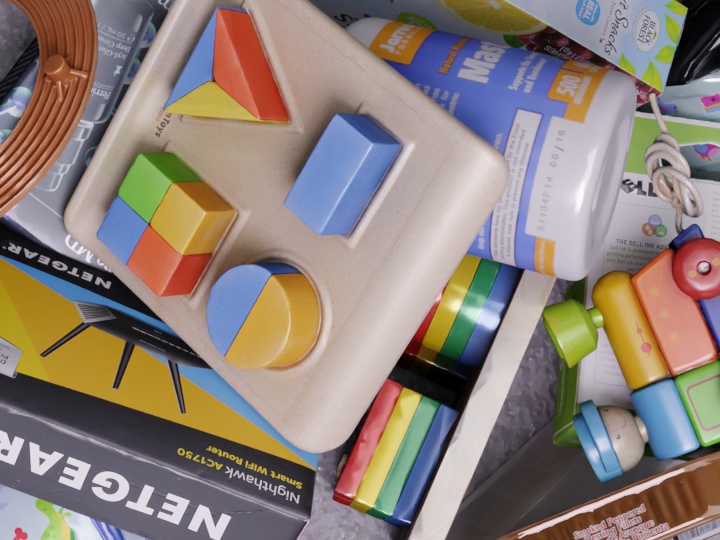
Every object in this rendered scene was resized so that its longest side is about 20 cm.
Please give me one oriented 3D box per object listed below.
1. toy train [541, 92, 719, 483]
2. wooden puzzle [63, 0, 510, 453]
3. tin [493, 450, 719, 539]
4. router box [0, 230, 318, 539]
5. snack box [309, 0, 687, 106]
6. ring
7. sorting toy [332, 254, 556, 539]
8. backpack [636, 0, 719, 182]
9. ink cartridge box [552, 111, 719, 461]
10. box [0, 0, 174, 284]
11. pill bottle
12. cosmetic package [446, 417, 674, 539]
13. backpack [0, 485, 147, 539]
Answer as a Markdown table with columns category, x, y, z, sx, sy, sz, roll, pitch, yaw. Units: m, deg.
| category | x | y | z | sx | sy | sz | roll | pitch | yaw |
| --- | --- | --- | --- | --- | --- | --- | --- | --- | --- |
| toy train | 0.153 | 0.014 | 0.943 | 0.115 | 0.085 | 0.201 | -23 | 85 | 4 |
| wooden puzzle | -0.050 | -0.035 | 0.828 | 0.200 | 0.046 | 0.186 | 39 | 111 | 20 |
| tin | 0.149 | 0.153 | 0.961 | 0.199 | 0.112 | 0.042 | -23 | 77 | 6 |
| router box | -0.119 | 0.067 | 0.856 | 0.199 | 0.149 | 0.051 | 22 | 118 | -9 |
| snack box | 0.065 | -0.152 | 0.997 | 0.200 | 0.169 | 0.068 | 28 | 68 | -18 |
| ring | -0.234 | -0.100 | 0.902 | 0.201 | 0.200 | 0.019 | -54 | 148 | -10 |
| sorting toy | 0.046 | 0.067 | 0.991 | 0.069 | 0.200 | 0.199 | 24 | 81 | 3 |
| backpack | 0.273 | -0.138 | 1.084 | 0.200 | 0.167 | 0.127 | -32 | 106 | -9 |
| ink cartridge box | 0.205 | 0.013 | 1.030 | 0.147 | 0.076 | 0.201 | 8 | 74 | -3 |
| box | -0.128 | -0.088 | 0.967 | 0.148 | 0.107 | 0.200 | 38 | 80 | -17 |
| pill bottle | 0.036 | -0.071 | 0.875 | 0.199 | 0.112 | 0.112 | 15 | 86 | 14 |
| cosmetic package | 0.136 | 0.137 | 1.077 | 0.200 | 0.083 | 0.051 | -41 | 103 | -13 |
| backpack | -0.141 | 0.165 | 0.924 | 0.147 | 0.183 | 0.200 | -36 | 103 | -11 |
